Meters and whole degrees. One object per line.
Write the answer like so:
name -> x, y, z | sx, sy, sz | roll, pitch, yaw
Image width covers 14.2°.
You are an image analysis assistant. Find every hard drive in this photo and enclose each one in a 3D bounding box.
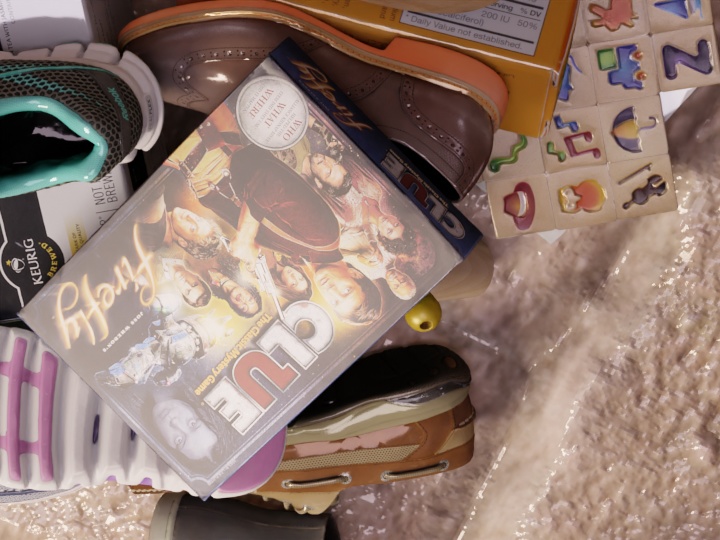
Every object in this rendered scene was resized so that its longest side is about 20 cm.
hard drive -> 0.068, -0.123, 1.528 | 0.200, 0.026, 0.132 | 38, 109, -12

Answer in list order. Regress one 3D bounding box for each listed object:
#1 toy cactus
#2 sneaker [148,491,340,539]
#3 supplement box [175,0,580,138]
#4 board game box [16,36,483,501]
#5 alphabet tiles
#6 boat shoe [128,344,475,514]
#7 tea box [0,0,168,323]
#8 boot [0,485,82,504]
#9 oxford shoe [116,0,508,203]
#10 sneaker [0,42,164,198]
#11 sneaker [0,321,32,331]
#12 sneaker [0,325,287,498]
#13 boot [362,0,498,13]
toy cactus -> 0.000, 0.000, 1.525 | 0.165, 0.200, 0.103 | 7, 79, -36
sneaker -> -0.065, 0.226, 1.644 | 0.106, 0.075, 0.201 | 5, 111, 12
supplement box -> 0.009, -0.131, 1.462 | 0.199, 0.069, 0.067 | 17, 153, 5
board game box -> -0.056, 0.002, 1.413 | 0.135, 0.035, 0.200 | 45, 117, -2
alphabet tiles -> 0.102, -0.116, 1.511 | 0.167, 0.008, 0.201 | -9, 112, 7
boat shoe -> -0.031, 0.101, 1.600 | 0.199, 0.076, 0.074 | -12, 114, 9
tea box -> -0.213, -0.084, 1.505 | 0.196, 0.134, 0.201 | -8, 111, 6
boot -> -0.242, 0.112, 1.608 | 0.199, 0.090, 0.073 | -1, 112, 4
oxford shoe -> -0.031, -0.081, 1.426 | 0.199, 0.073, 0.071 | 10, 150, 13
sneaker -> -0.198, -0.070, 1.388 | 0.199, 0.091, 0.078 | -4, 110, 6
sneaker -> -0.229, 0.077, 1.550 | 0.084, 0.200, 0.075 | 33, 137, -1
sneaker -> -0.142, 0.077, 1.513 | 0.199, 0.088, 0.081 | 9, 88, -11
boot -> 0.070, -0.203, 1.437 | 0.200, 0.144, 0.071 | -2, 139, 7
